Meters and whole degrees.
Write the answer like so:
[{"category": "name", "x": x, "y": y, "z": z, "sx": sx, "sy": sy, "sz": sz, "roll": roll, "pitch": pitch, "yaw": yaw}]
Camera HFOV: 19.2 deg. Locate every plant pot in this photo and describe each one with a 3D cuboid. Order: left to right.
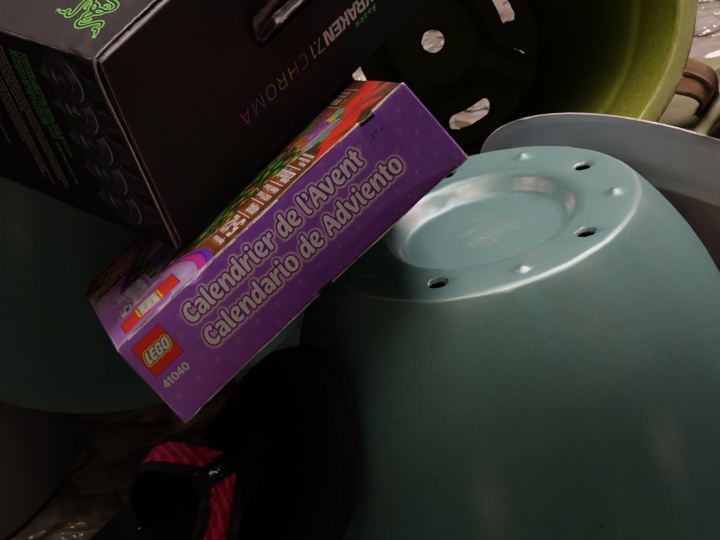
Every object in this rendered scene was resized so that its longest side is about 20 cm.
[{"category": "plant pot", "x": -0.123, "y": -0.059, "z": 0.998, "sx": 0.199, "sy": 0.162, "sz": 0.201, "roll": -3, "pitch": 37, "yaw": 3}, {"category": "plant pot", "x": 0.048, "y": -0.125, "z": 1.067, "sx": 0.199, "sy": 0.202, "sz": 0.190, "roll": -18, "pitch": 0, "yaw": -7}, {"category": "plant pot", "x": 0.064, "y": 0.049, "z": 0.834, "sx": 0.199, "sy": 0.162, "sz": 0.201, "roll": -13, "pitch": 25, "yaw": 6}]

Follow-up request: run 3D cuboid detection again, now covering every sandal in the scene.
[{"category": "sandal", "x": -0.065, "y": 0.100, "z": 0.816, "sx": 0.045, "sy": 0.076, "sz": 0.200, "roll": -2, "pitch": -31, "yaw": -42}, {"category": "sandal", "x": 0.160, "y": -0.095, "z": 1.134, "sx": 0.079, "sy": 0.058, "sz": 0.201, "roll": 8, "pitch": 27, "yaw": 33}]

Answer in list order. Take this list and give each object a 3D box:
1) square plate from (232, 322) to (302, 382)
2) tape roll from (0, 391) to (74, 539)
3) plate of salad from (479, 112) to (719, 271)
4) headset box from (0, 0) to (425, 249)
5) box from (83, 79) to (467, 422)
[{"category": "square plate", "x": 0.000, "y": 0.000, "z": 1.124, "sx": 0.199, "sy": 0.029, "sz": 0.197, "roll": -31, "pitch": 30, "yaw": -30}, {"category": "tape roll", "x": -0.245, "y": 0.085, "z": 1.047, "sx": 0.199, "sy": 0.067, "sz": 0.201, "roll": -12, "pitch": 25, "yaw": 6}, {"category": "plate of salad", "x": 0.147, "y": -0.023, "z": 0.912, "sx": 0.199, "sy": 0.200, "sz": 0.048, "roll": 7, "pitch": 66, "yaw": 39}, {"category": "headset box", "x": -0.087, "y": -0.117, "z": 0.829, "sx": 0.199, "sy": 0.093, "sz": 0.174, "roll": 22, "pitch": 56, "yaw": 38}, {"category": "box", "x": -0.041, "y": -0.016, "z": 0.823, "sx": 0.137, "sy": 0.039, "sz": 0.200, "roll": -44, "pitch": 11, "yaw": -4}]
